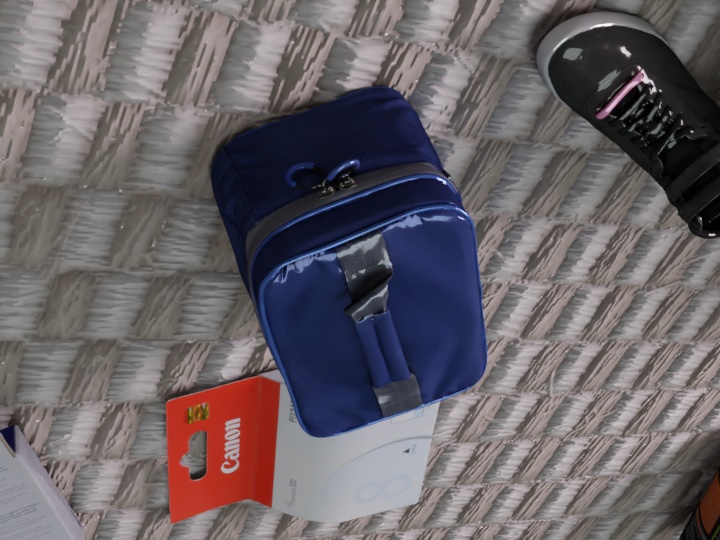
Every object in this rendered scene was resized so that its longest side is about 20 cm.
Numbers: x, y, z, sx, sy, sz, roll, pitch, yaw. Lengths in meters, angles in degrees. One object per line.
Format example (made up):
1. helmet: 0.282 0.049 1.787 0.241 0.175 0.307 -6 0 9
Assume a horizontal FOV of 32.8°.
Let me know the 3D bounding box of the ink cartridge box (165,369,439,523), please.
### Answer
1. ink cartridge box: -0.043 0.137 0.917 0.199 0.047 0.161 -12 139 -19

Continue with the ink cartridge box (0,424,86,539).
1. ink cartridge box: -0.307 0.175 0.826 0.199 0.041 0.200 -20 140 -7

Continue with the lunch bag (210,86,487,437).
1. lunch bag: 0.000 0.000 0.725 0.135 0.133 0.200 -22 141 -5

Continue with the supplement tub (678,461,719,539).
1. supplement tub: 0.397 0.244 1.205 0.122 0.123 0.201 -10 139 -18

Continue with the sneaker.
1. sneaker: 0.191 -0.086 0.758 0.071 0.099 0.200 -43 136 23
